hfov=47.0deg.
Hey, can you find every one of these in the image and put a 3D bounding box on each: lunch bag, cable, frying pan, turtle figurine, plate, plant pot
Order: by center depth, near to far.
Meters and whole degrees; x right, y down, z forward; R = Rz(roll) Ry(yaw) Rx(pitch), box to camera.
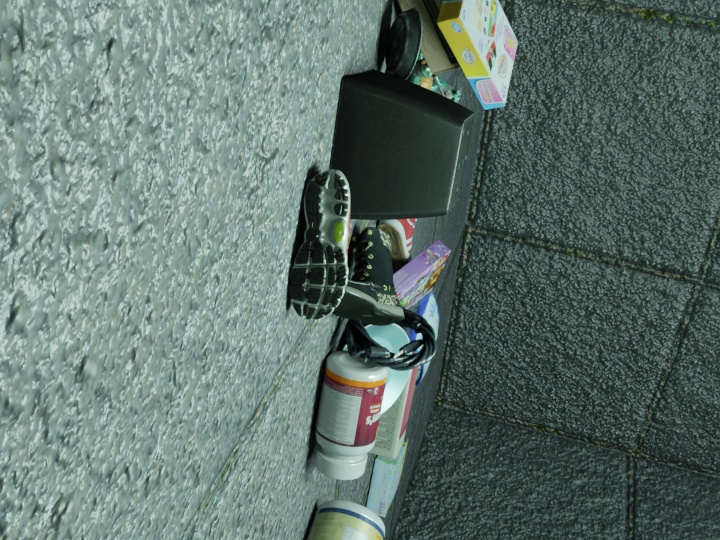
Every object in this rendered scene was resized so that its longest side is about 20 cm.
[{"bbox_3d":[0.067,-0.177,1.228,0.200,0.175,0.202,-45,146,-68],"label":"plant pot"},{"bbox_3d":[0.053,-0.340,1.334,0.190,0.031,0.116,133,-41,-57],"label":"frying pan"},{"bbox_3d":[0.052,0.100,1.460,0.201,0.161,0.051,-95,-170,-61],"label":"cable"},{"bbox_3d":[0.122,-0.358,1.499,0.149,0.099,0.203,-4,96,-69],"label":"turtle figurine"},{"bbox_3d":[0.017,0.188,1.556,0.199,0.025,0.203,-16,116,-37],"label":"plate"},{"bbox_3d":[0.131,0.162,2.061,0.201,0.126,0.171,103,6,-60],"label":"lunch bag"}]

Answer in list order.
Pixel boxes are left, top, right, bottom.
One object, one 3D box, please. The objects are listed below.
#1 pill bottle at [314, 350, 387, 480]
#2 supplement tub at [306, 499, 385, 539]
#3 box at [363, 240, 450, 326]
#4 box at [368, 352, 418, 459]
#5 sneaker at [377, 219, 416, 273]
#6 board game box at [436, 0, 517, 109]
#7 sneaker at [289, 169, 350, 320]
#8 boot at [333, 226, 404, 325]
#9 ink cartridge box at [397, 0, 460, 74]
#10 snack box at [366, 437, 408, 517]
[{"bbox_3d":[-0.020,0.249,1.430,0.110,0.108,0.202,-42,143,-71],"label":"pill bottle"},{"bbox_3d":[-0.044,0.555,1.561,0.145,0.143,0.201,89,17,-50],"label":"supplement tub"},{"bbox_3d":[0.094,0.038,1.686,0.199,0.039,0.138,-36,158,-36],"label":"box"},{"bbox_3d":[0.039,0.261,1.692,0.109,0.126,0.203,-29,131,-75],"label":"box"},{"bbox_3d":[0.082,-0.076,1.689,0.201,0.070,0.113,81,28,-57],"label":"sneaker"},{"bbox_3d":[0.198,-0.392,1.368,0.200,0.040,0.154,49,47,-43],"label":"board game box"},{"bbox_3d":[-0.042,-0.033,1.105,0.085,0.076,0.203,-41,143,-80],"label":"sneaker"},{"bbox_3d":[-0.001,0.001,1.370,0.203,0.073,0.156,24,54,-54],"label":"boot"},{"bbox_3d":[0.142,-0.464,1.398,0.165,0.074,0.201,54,42,-38],"label":"ink cartridge box"},{"bbox_3d":[0.079,0.598,2.434,0.200,0.067,0.171,-37,139,-71],"label":"snack box"}]
